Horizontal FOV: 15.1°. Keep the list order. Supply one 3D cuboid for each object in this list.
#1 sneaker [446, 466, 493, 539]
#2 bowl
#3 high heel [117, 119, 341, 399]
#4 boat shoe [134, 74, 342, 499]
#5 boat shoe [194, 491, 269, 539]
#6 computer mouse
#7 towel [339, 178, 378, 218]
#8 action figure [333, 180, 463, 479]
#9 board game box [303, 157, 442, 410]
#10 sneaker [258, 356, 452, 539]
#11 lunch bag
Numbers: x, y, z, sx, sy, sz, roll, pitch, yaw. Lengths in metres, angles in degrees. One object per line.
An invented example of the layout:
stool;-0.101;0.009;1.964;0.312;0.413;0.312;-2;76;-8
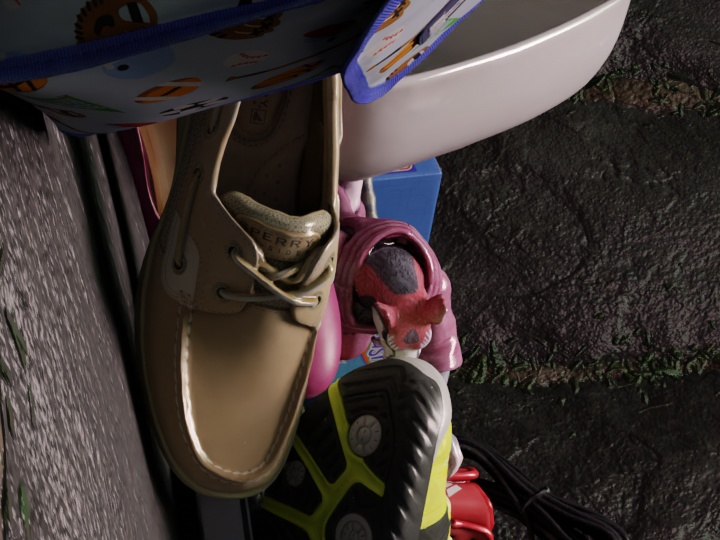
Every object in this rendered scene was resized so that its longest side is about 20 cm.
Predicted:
sneaker;-0.001;0.098;1.278;0.200;0.115;0.078;68;10;-69
bowl;0.001;-0.113;1.256;0.200;0.200;0.075;33;-50;37
high heel;-0.064;-0.044;1.105;0.200;0.067;0.096;58;-13;21
boat shoe;-0.041;-0.011;1.050;0.065;0.072;0.200;179;-82;-70
boat shoe;-0.022;0.139;1.169;0.072;0.068;0.200;-99;173;-46
computer mouse;0.028;0.174;1.363;0.140;0.200;0.046;38;-3;31
towel;-0.039;-0.054;1.423;0.193;0.035;0.200;148;-66;-71
action figure;0.000;0.000;1.237;0.200;0.134;0.149;11;-104;65
board game box;-0.011;-0.027;1.478;0.200;0.045;0.152;101;-24;-43
sneaker;0.005;0.127;1.103;0.075;0.076;0.200;27;-67;40
lunch bag;-0.031;-0.115;0.911;0.170;0.200;0.124;33;44;-86
